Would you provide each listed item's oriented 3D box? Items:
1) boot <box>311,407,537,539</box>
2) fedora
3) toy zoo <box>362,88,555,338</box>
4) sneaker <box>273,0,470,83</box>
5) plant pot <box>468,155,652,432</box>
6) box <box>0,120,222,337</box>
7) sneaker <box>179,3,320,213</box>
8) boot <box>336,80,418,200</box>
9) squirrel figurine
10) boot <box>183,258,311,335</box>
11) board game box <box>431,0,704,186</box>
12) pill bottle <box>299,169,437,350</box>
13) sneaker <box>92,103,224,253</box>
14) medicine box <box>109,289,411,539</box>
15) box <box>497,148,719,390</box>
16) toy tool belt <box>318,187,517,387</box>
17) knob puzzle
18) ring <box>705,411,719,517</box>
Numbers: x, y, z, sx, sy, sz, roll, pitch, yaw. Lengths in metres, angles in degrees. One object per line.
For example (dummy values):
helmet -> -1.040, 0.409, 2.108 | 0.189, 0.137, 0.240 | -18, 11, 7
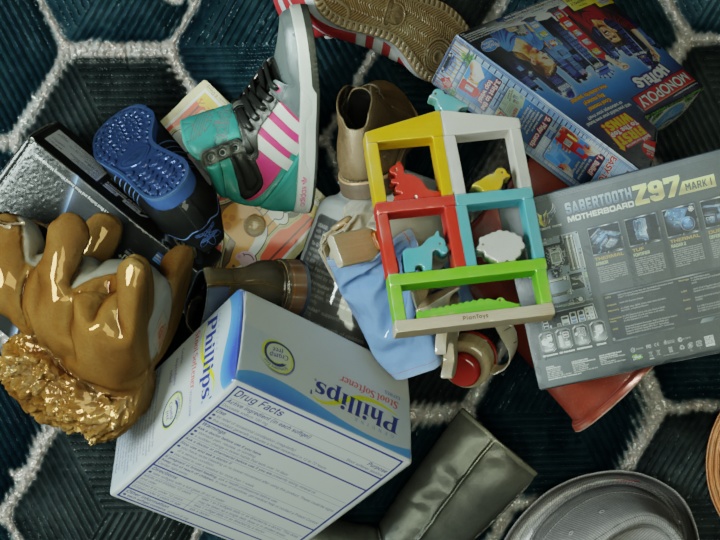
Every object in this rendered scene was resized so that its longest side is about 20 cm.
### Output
boot -> 0.043, 0.214, 1.454 | 0.181, 0.073, 0.200 | 35, 100, -18
fedora -> 0.232, 0.284, 1.456 | 0.199, 0.090, 0.178 | -29, 95, 1
toy zoo -> 0.075, -0.050, 1.246 | 0.130, 0.020, 0.201 | -7, 72, -9
sneaker -> 0.011, -0.227, 1.424 | 0.199, 0.112, 0.072 | 23, 86, -35
plant pot -> 0.189, 0.004, 1.390 | 0.195, 0.201, 0.201 | 43, 92, 3
box -> -0.255, -0.006, 1.401 | 0.200, 0.086, 0.164 | 39, 106, -5
sneaker -> -0.099, -0.140, 1.369 | 0.120, 0.084, 0.201 | -2, 123, -8
boot -> 0.012, -0.137, 1.358 | 0.073, 0.200, 0.076 | -8, 116, 9
squirrel figurine -> -0.257, 0.044, 1.303 | 0.185, 0.142, 0.201 | 14, 105, 9
boot -> -0.128, 0.055, 1.386 | 0.096, 0.075, 0.200 | 4, 138, -32
board game box -> 0.201, -0.147, 1.365 | 0.199, 0.062, 0.200 | -26, 67, -39
pill bottle -> 0.000, 0.000, 1.413 | 0.112, 0.113, 0.201 | 19, 95, -4
sneaker -> -0.178, -0.079, 1.370 | 0.070, 0.200, 0.078 | -35, 125, -4
medicine box -> -0.085, 0.138, 1.334 | 0.181, 0.103, 0.200 | 27, 130, -27
box -> 0.225, 0.000, 1.263 | 0.199, 0.051, 0.159 | -14, 88, 18
toy tool belt -> 0.041, 0.034, 1.300 | 0.124, 0.123, 0.201 | -23, 106, 29
knob puzzle -> -0.152, -0.046, 1.446 | 0.218, 0.030, 0.221 | 0, 95, -2
ring -> 0.429, 0.182, 1.492 | 0.199, 0.019, 0.202 | 0, 95, -1
